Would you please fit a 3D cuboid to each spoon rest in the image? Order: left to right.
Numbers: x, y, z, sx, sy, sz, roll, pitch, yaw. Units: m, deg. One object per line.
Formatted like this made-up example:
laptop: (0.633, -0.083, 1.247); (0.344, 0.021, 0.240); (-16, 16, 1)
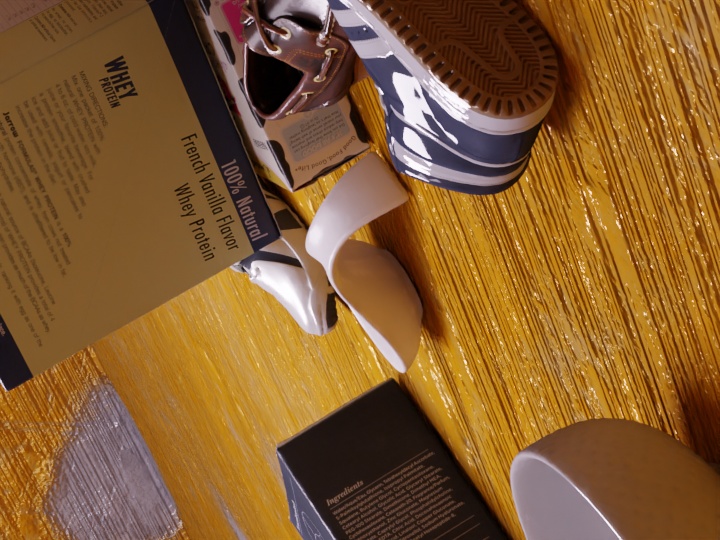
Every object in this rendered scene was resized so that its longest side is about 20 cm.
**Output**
spoon rest: (0.000, 0.000, 1.449); (0.099, 0.061, 0.200); (54, 166, 26)

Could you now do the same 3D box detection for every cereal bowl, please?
cereal bowl: (0.159, 0.153, 1.092); (0.200, 0.083, 0.200); (56, 168, 18)

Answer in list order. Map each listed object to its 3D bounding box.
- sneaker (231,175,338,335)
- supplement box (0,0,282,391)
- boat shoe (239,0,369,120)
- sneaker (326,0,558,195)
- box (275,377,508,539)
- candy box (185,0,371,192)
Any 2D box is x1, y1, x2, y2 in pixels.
sneaker: (-0.112, -0.016, 1.708); (0.199, 0.129, 0.079); (59, 169, 4)
supplement box: (-0.188, -0.075, 1.408); (0.134, 0.199, 0.200); (47, 164, 50)
boat shoe: (-0.030, -0.135, 1.227); (0.070, 0.070, 0.200); (57, 167, 18)
sneaker: (0.016, -0.120, 1.065); (0.200, 0.070, 0.109); (52, 165, 21)
box: (0.036, 0.208, 1.684); (0.200, 0.107, 0.149); (54, 167, 23)
candy box: (-0.080, -0.156, 1.403); (0.200, 0.061, 0.136); (63, 167, -19)
